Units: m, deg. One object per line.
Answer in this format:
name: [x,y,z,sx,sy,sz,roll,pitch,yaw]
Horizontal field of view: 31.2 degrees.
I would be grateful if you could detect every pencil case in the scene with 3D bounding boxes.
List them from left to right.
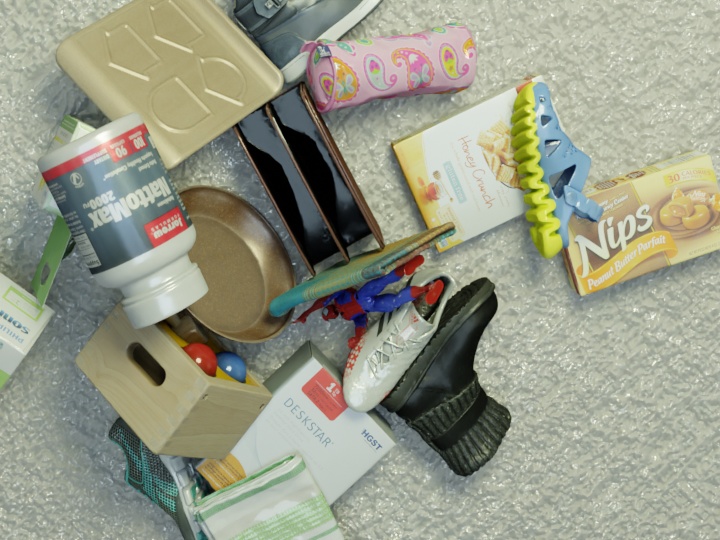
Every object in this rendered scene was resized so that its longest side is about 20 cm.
pencil case: [0.033,-0.233,1.462,0.198,0.087,0.089,-11,103,-24]

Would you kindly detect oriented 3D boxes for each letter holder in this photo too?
letter holder: [-0.060,-0.101,1.483,0.100,0.142,0.202,-28,103,2]

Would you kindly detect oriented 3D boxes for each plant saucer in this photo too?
plant saucer: [-0.161,-0.002,1.491,0.037,0.201,0.201,-33,105,37]

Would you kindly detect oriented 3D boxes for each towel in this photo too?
towel: [-0.094,0.336,1.552,0.148,0.031,0.202,-26,104,2]
towel: [0.000,0.000,1.458,0.199,0.146,0.022,-19,98,46]

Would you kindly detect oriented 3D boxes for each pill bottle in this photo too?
pill bottle: [-0.240,-0.050,1.340,0.118,0.120,0.202,-25,100,1]

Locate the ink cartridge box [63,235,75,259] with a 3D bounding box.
ink cartridge box: [-0.273,-0.083,1.490,0.059,0.104,0.201,30,98,-9]

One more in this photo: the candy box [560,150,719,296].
candy box: [0.339,-0.058,1.567,0.198,0.055,0.117,-18,101,1]

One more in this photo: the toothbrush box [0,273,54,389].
toothbrush box: [-0.466,0.086,1.478,0.145,0.086,0.200,36,127,-10]

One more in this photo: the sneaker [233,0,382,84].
sneaker: [-0.055,-0.333,1.469,0.202,0.077,0.146,-41,104,5]

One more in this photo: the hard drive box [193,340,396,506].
hard drive box: [-0.081,0.214,1.581,0.200,0.077,0.156,-44,102,5]

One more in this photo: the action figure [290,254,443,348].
action figure: [-0.001,0.046,1.493,0.099,0.199,0.066,-44,103,-32]

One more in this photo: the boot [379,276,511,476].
boot: [0.136,0.130,1.578,0.157,0.079,0.212,38,95,-12]

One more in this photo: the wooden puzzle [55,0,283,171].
wooden puzzle: [-0.212,-0.219,1.442,0.185,0.046,0.200,45,56,5]

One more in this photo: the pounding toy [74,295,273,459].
pounding toy: [-0.219,0.093,1.474,0.200,0.184,0.143,43,98,24]

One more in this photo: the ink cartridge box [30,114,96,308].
ink cartridge box: [-0.345,-0.071,1.452,0.048,0.145,0.202,24,91,-21]

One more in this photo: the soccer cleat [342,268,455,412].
soccer cleat: [0.046,0.079,1.528,0.068,0.085,0.201,40,72,-11]

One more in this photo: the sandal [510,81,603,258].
sandal: [0.227,-0.120,1.494,0.086,0.080,0.203,-14,101,-5]

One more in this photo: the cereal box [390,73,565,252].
cereal box: [0.153,-0.129,1.546,0.198,0.040,0.145,-26,102,1]

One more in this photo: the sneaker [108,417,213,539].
sneaker: [-0.245,0.255,1.588,0.090,0.078,0.202,-18,100,16]
